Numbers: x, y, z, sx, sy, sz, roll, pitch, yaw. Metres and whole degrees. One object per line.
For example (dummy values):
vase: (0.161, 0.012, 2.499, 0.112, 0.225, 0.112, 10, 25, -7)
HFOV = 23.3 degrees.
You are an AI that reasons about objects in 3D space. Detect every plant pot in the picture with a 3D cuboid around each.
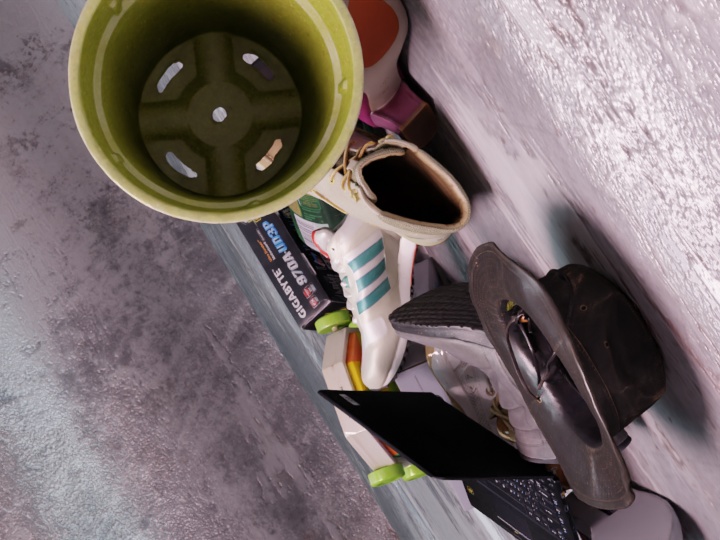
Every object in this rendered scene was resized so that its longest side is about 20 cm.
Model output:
plant pot: (-0.102, -0.126, 1.263, 0.201, 0.200, 0.184, 58, 175, 1)

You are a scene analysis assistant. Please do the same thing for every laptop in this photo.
laptop: (0.079, 0.179, 1.418, 0.177, 0.103, 0.201, 32, 149, 53)

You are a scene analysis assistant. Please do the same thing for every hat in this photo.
hat: (0.153, 0.057, 1.176, 0.201, 0.080, 0.201, 58, 166, 24)

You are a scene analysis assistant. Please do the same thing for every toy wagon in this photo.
toy wagon: (0.027, 0.113, 1.585, 0.200, 0.039, 0.156, 5, -117, -64)

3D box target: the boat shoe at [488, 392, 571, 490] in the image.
boat shoe: (0.145, 0.113, 1.417, 0.076, 0.074, 0.201, 46, 165, 53)

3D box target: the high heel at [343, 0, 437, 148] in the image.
high heel: (-0.007, -0.170, 1.318, 0.096, 0.067, 0.200, 39, 165, 34)

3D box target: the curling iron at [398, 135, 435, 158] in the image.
curling iron: (-0.005, -0.160, 1.448, 0.200, 0.050, 0.026, 47, -161, 14)

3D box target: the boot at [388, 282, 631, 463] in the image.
boot: (0.108, 0.085, 1.335, 0.199, 0.070, 0.132, 10, 126, 52)

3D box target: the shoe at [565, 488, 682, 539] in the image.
shoe: (0.226, 0.231, 1.400, 0.091, 0.071, 0.200, 57, 175, -10)

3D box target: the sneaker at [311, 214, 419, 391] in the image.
sneaker: (0.000, 0.000, 1.489, 0.070, 0.093, 0.202, -147, 64, -81)

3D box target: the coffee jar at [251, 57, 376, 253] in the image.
coffee jar: (-0.035, -0.115, 1.547, 0.085, 0.104, 0.201, 27, 151, 40)

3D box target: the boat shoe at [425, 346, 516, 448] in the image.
boat shoe: (0.128, 0.112, 1.526, 0.200, 0.069, 0.071, 52, -144, -40)

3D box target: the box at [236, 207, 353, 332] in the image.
box: (-0.025, -0.013, 1.691, 0.199, 0.046, 0.160, 7, -134, -57)

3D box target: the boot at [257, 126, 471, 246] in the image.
boot: (-0.006, -0.083, 1.374, 0.199, 0.072, 0.155, 28, 179, -2)

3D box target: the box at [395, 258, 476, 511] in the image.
box: (0.080, 0.101, 1.613, 0.200, 0.041, 0.157, -84, -31, -62)
